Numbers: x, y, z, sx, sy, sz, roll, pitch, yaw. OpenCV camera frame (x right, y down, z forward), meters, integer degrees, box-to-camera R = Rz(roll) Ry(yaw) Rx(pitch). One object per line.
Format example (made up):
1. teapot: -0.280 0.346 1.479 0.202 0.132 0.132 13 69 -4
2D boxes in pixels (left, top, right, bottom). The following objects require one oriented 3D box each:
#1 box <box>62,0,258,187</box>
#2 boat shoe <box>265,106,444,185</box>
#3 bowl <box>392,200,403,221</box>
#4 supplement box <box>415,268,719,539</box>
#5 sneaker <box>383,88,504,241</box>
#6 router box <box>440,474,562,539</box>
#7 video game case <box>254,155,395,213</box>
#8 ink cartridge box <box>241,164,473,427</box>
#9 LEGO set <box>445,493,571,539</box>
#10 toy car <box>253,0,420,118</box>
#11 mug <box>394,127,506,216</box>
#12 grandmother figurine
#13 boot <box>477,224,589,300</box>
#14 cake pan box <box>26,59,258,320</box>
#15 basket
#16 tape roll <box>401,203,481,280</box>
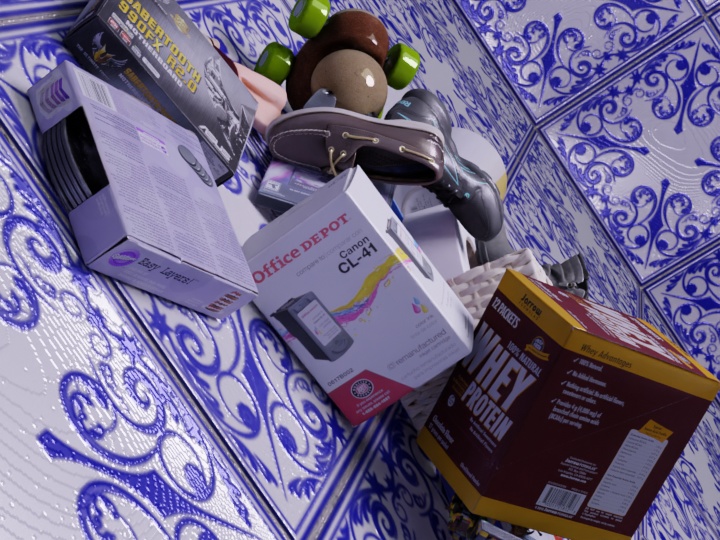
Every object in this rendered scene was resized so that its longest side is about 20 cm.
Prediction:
1. box: -0.188 -0.191 1.308 0.200 0.048 0.159 51 25 -23
2. boat shoe: -0.006 -0.131 1.474 0.072 0.199 0.060 101 -7 -46
3. bowl: -0.003 -0.077 1.652 0.201 0.039 0.201 49 19 -23
4. supplement box: 0.199 0.137 1.302 0.197 0.200 0.133 20 15 -29
5. sneaker: 0.091 -0.112 1.565 0.079 0.075 0.200 -40 98 -42
6. router box: 0.176 0.314 1.439 0.179 0.049 0.200 36 27 -49
7. video game case: -0.032 -0.099 1.497 0.142 0.019 0.200 17 28 -2
8. ink cartridge box: -0.005 0.026 1.286 0.200 0.147 0.086 51 18 -15
9. LEGO set: 0.150 0.303 1.280 0.200 0.116 0.154 25 13 -11
10. toy car: -0.024 -0.206 1.590 0.164 0.158 0.200 26 32 -23
11. mug: 0.128 -0.094 1.832 0.186 0.150 0.153 31 27 3
12. grandmother figurine: -0.148 -0.213 1.468 0.121 0.061 0.200 55 11 31
13. boot: 0.222 0.003 1.685 0.068 0.130 0.200 60 19 -47
14. cake pan box: -0.182 -0.065 1.129 0.200 0.052 0.185 27 33 -59
15. basket: 0.129 0.081 1.432 0.136 0.199 0.124 -98 161 -50
16. tape roll: 0.115 0.018 1.667 0.202 0.071 0.203 -15 90 -77
